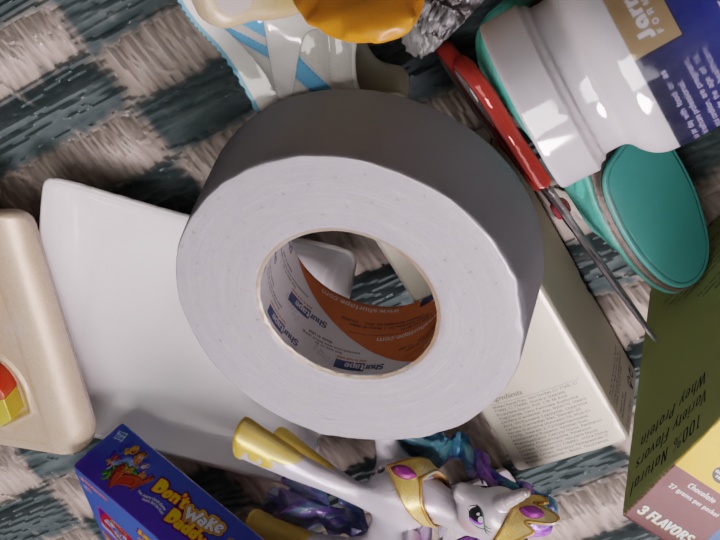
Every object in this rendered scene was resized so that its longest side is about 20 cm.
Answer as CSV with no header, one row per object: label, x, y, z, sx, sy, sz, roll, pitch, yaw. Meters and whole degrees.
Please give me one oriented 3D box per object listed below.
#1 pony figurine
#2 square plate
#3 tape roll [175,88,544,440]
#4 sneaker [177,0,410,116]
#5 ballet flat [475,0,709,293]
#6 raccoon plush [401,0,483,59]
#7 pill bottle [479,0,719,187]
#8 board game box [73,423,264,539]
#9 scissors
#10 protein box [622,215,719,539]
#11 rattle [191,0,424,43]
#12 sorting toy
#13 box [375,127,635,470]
pony figurine,0.026,0.162,1.364,0.199,0.167,0.194,18,144,15
square plate,-0.110,0.038,1.393,0.196,0.029,0.201,14,128,3
tape roll,0.000,0.000,1.231,0.199,0.066,0.201,9,129,11
sneaker,-0.047,-0.151,1.216,0.080,0.077,0.200,-24,124,18
ballet flat,0.128,-0.073,1.240,0.070,0.067,0.201,6,136,57
raccoon plush,0.036,-0.204,1.146,0.134,0.097,0.200,40,125,-8
pill bottle,0.167,-0.130,1.118,0.199,0.116,0.116,-29,117,9
board game box,-0.091,0.202,1.413,0.200,0.045,0.135,35,154,31
scissors,0.105,-0.046,1.237,0.014,0.073,0.201,-37,100,-2
protein box,0.260,0.044,1.204,0.134,0.201,0.199,31,127,-11
rattle,-0.046,-0.218,1.093,0.129,0.143,0.202,-8,107,-5
sorting toy,-0.280,0.037,1.406,0.198,0.037,0.186,4,126,23
box,0.087,0.019,1.309,0.082,0.069,0.201,-17,120,24
